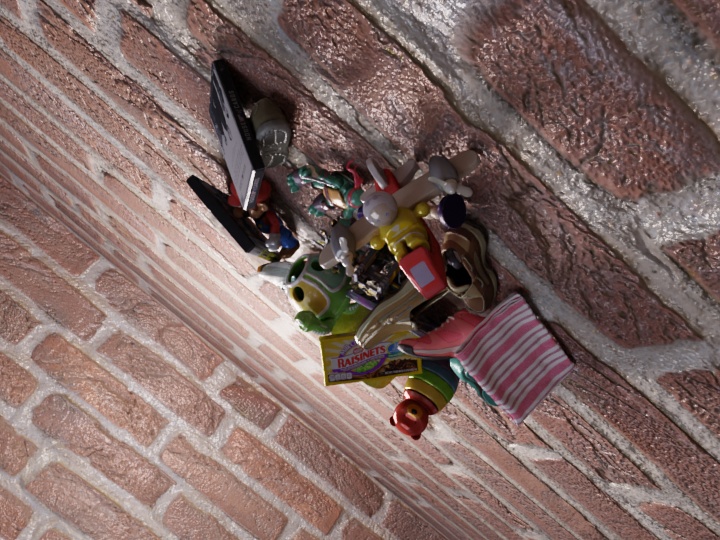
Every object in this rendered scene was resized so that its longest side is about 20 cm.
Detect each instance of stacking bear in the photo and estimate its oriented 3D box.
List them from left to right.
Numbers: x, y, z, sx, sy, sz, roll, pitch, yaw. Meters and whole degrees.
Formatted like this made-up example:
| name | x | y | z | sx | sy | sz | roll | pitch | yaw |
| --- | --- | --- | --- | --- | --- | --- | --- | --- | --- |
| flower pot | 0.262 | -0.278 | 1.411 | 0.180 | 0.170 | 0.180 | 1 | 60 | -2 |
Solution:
| name | x | y | z | sx | sy | sz | roll | pitch | yaw |
| --- | --- | --- | --- | --- | --- | --- | --- | --- | --- |
| stacking bear | 0.140 | 0.259 | 1.239 | 0.121 | 0.200 | 0.114 | 34 | 155 | 7 |

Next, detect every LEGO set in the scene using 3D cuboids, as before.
| name | x | y | z | sx | sy | sz | roll | pitch | yaw |
| --- | --- | --- | --- | --- | --- | --- | --- | --- | --- |
| LEGO set | 0.000 | 0.000 | 1.078 | 0.200 | 0.116 | 0.154 | 33 | 155 | 11 |

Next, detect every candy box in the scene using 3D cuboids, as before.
| name | x | y | z | sx | sy | sz | roll | pitch | yaw |
| --- | --- | --- | --- | --- | --- | --- | --- | --- | --- |
| candy box | 0.021 | 0.169 | 1.164 | 0.026 | 0.199 | 0.103 | -112 | 16 | -76 |

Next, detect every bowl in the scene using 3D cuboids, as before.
| name | x | y | z | sx | sy | sz | roll | pitch | yaw |
| --- | --- | --- | --- | --- | --- | --- | --- | --- | --- |
| bowl | 0.038 | 0.141 | 1.260 | 0.108 | 0.200 | 0.200 | -35 | 111 | 20 |

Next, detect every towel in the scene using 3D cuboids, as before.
| name | x | y | z | sx | sy | sz | roll | pitch | yaw |
| --- | --- | --- | --- | --- | --- | --- | --- | --- | --- |
| towel | 0.257 | 0.148 | 0.954 | 0.200 | 0.146 | 0.030 | 48 | 175 | -22 |

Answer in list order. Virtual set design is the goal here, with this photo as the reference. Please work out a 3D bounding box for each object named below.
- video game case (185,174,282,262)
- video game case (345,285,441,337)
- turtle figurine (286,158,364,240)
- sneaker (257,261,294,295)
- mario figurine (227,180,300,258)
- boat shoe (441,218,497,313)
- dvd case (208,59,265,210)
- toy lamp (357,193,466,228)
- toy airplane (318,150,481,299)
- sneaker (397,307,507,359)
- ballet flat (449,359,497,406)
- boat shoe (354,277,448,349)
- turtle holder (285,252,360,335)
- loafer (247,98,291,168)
| name | x | y | z | sx | sy | sz | roll | pitch | yaw |
| --- | --- | --- | --- | --- | --- | --- | --- | --- | --- |
| video game case | -0.258 | -0.103 | 1.223 | 0.200 | 0.025 | 0.181 | 48 | -176 | 12 |
| video game case | 0.080 | 0.085 | 1.140 | 0.200 | 0.019 | 0.143 | 30 | -170 | 15 |
| turtle figurine | -0.046 | -0.119 | 0.960 | 0.200 | 0.100 | 0.150 | 27 | 142 | 60 |
| sneaker | -0.138 | 0.040 | 1.285 | 0.199 | 0.092 | 0.076 | 19 | 161 | -33 |
| mario figurine | -0.211 | -0.104 | 1.197 | 0.123 | 0.106 | 0.200 | 5 | 145 | 34 |
| boat shoe | 0.162 | 0.005 | 0.921 | 0.075 | 0.074 | 0.200 | 19 | 149 | 36 |
| dvd case | -0.210 | -0.220 | 0.972 | 0.201 | 0.025 | 0.150 | 68 | 158 | 11 |
| toy lamp | 0.070 | -0.090 | 0.904 | 0.200 | 0.058 | 0.058 | 1 | 137 | 50 |
| toy airplane | 0.046 | -0.079 | 0.781 | 0.199 | 0.201 | 0.141 | 15 | 175 | 33 |
| sneaker | 0.163 | 0.110 | 1.014 | 0.199 | 0.087 | 0.074 | -4 | 169 | 9 |
| ballet flat | 0.240 | 0.210 | 1.181 | 0.200 | 0.067 | 0.070 | 43 | 180 | -43 |
| boat shoe | 0.075 | 0.078 | 1.020 | 0.076 | 0.200 | 0.072 | 51 | -162 | 24 |
| turtle holder | -0.091 | 0.050 | 1.196 | 0.132 | 0.186 | 0.141 | 39 | 156 | -27 |
| loafer | -0.159 | -0.225 | 0.981 | 0.200 | 0.075 | 0.070 | 147 | 108 | -68 |
